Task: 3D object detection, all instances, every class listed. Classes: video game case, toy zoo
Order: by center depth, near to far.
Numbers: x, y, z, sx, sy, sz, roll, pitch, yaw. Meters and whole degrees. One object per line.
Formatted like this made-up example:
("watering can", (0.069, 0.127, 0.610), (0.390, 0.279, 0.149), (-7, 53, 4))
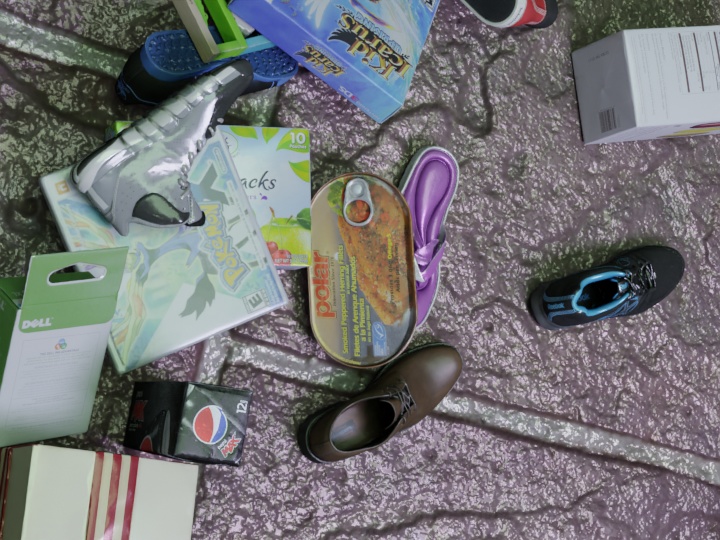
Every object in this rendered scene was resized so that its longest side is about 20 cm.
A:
("video game case", (-0.186, -0.027, 1.398), (0.182, 0.022, 0.201), (-23, 94, -19))
("toy zoo", (-0.109, -0.287, 1.471), (0.200, 0.020, 0.132), (-24, 85, -44))
("video game case", (-0.020, -0.278, 1.493), (0.200, 0.045, 0.182), (35, 51, -20))

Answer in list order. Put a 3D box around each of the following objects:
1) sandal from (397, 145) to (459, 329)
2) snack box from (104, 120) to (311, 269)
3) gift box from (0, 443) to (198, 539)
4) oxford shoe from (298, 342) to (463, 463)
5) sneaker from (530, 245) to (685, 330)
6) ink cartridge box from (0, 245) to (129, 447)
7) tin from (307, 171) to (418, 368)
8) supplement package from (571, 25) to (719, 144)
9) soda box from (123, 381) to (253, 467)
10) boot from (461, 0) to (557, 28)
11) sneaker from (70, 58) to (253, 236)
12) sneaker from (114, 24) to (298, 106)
("sandal", (0.061, -0.038, 1.547), (0.082, 0.050, 0.204), (14, 81, -22))
("snack box", (-0.151, -0.073, 1.456), (0.199, 0.053, 0.143), (0, 85, -22))
("gift box", (-0.270, 0.259, 1.315), (0.199, 0.184, 0.188), (9, 77, -23))
("oxford shoe", (0.037, 0.139, 1.506), (0.200, 0.084, 0.073), (-34, 98, -23))
("sneaker", (0.291, 0.021, 1.625), (0.199, 0.082, 0.073), (-20, 92, -25))
("ink cartridge box", (-0.285, 0.057, 1.320), (0.104, 0.059, 0.201), (-5, 122, -42))
("tin", (0.000, 0.000, 1.505), (0.111, 0.042, 0.201), (-3, 88, -3))
("supplement package", (0.358, -0.211, 1.654), (0.199, 0.114, 0.110), (-7, 87, -23))
("soda box", (-0.163, 0.140, 1.355), (0.063, 0.200, 0.071), (13, 81, -20))
("boot", (0.127, -0.339, 1.597), (0.200, 0.072, 0.144), (50, 26, 15))
("sneaker", (-0.162, -0.104, 1.370), (0.200, 0.075, 0.116), (-36, 102, -8))
("sneaker", (-0.155, -0.200, 1.461), (0.200, 0.078, 0.070), (-7, 69, -45))
